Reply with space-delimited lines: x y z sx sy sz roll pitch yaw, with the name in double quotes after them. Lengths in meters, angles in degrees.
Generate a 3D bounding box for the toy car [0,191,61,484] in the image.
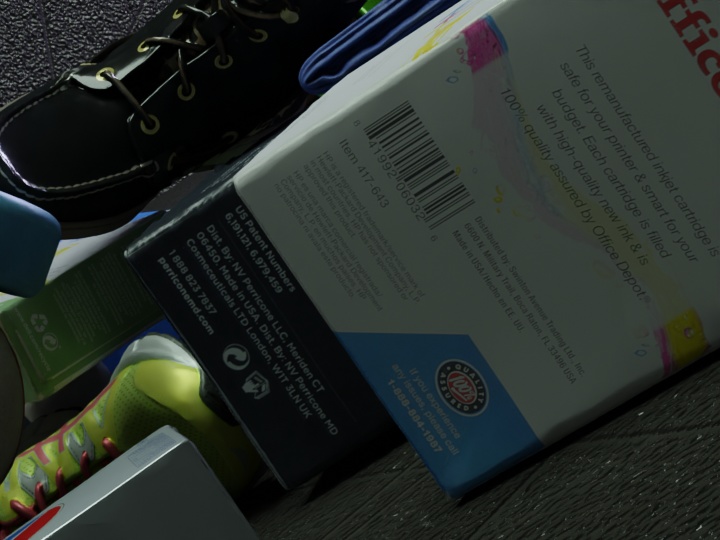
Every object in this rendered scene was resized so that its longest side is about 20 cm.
-0.226 0.044 1.183 0.200 0.176 0.185 163 128 -82 "toy car"

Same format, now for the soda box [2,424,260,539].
-0.122 0.136 0.947 0.200 0.068 0.064 -35 7 -7 "soda box"

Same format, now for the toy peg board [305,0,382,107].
0.038 -0.116 1.481 0.199 0.098 0.201 2 -57 -47 "toy peg board"

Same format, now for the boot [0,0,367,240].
-0.068 -0.095 1.208 0.200 0.073 0.151 -21 -22 -45 "boot"

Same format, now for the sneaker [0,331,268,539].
-0.106 0.095 1.194 0.090 0.078 0.200 -50 8 -36 "sneaker"

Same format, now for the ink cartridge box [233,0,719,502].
0.087 -0.043 0.926 0.199 0.129 0.125 -31 7 25 "ink cartridge box"

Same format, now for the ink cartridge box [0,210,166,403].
-0.117 0.006 1.296 0.200 0.048 0.145 -34 11 -37 "ink cartridge box"

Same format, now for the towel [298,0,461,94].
0.055 -0.131 1.198 0.144 0.024 0.200 -35 4 20 "towel"

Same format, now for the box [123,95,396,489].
0.037 -0.034 1.145 0.200 0.118 0.197 -33 5 17 "box"

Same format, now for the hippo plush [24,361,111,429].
-0.208 0.054 1.408 0.200 0.161 0.159 -43 -8 -43 "hippo plush"

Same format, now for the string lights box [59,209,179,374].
-0.105 0.013 1.546 0.199 0.059 0.103 -4 26 40 "string lights box"
